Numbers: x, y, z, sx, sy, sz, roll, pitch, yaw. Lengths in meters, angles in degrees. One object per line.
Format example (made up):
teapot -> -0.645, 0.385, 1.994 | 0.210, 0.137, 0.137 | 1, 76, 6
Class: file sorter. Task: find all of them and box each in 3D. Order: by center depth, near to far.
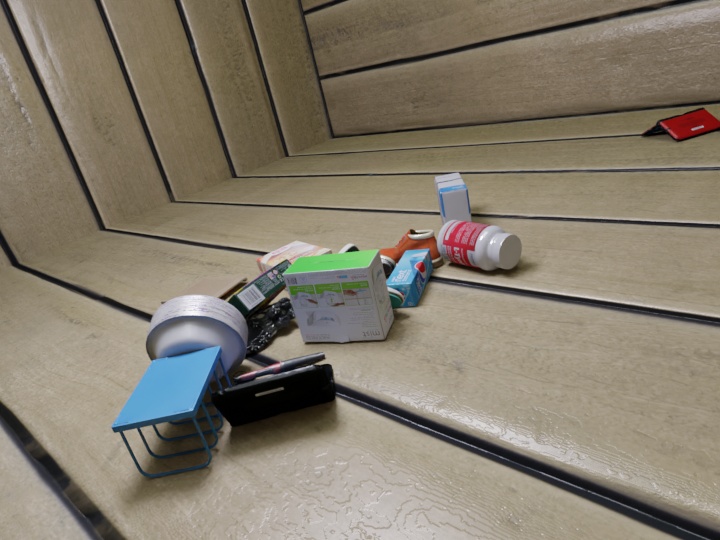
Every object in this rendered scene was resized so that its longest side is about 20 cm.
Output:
file sorter -> -0.320, 0.250, 0.964 | 0.138, 0.123, 0.200 | -13, 22, 4

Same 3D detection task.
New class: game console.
game console -> -0.157, 0.203, 0.996 | 0.199, 0.176, 0.117 | -15, 50, -1
game console -> 1.210, -0.528, 2.029 | 0.199, 0.119, 0.173 | -17, 53, -7

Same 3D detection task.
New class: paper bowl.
paper bowl -> -0.335, 0.155, 1.100 | 0.200, 0.201, 0.105 | -12, 40, 5

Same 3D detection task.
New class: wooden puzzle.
wooden puzzle -> -0.466, 0.067, 1.614 | 0.185, 0.037, 0.200 | -1, 21, 31

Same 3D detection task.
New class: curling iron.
curling iron -> -0.171, 0.199, 1.115 | 0.199, 0.026, 0.050 | -16, 6, -9

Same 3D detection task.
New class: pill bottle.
pill bottle -> 0.297, -0.062, 1.346 | 0.112, 0.113, 0.200 | -27, 25, -29

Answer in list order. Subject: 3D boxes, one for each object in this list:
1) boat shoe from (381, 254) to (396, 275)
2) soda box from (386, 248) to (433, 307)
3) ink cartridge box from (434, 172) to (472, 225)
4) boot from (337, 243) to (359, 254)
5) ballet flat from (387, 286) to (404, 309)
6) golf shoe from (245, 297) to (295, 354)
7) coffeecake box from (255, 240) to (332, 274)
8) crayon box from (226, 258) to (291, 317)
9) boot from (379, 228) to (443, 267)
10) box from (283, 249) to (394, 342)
boat shoe -> 0.000, 0.000, 1.450 | 0.199, 0.073, 0.065 | -2, 40, 29
soda box -> 0.124, 0.016, 1.331 | 0.068, 0.064, 0.200 | -5, 25, 23
ink cartridge box -> 0.285, -0.203, 1.647 | 0.084, 0.145, 0.200 | -10, 23, 7
boot -> -0.097, 0.007, 1.413 | 0.144, 0.072, 0.200 | 8, 56, 48
ballet flat -> 0.010, 0.063, 1.257 | 0.199, 0.070, 0.069 | -14, 20, 26
golf shoe -> -0.242, 0.139, 1.272 | 0.200, 0.078, 0.094 | -31, 5, -32
coffeecake box -> -0.191, -0.016, 1.585 | 0.153, 0.073, 0.200 | -29, 26, -29
crayon box -> -0.265, 0.073, 1.329 | 0.173, 0.058, 0.200 | -42, -1, 41
boot -> 0.124, -0.064, 1.468 | 0.199, 0.108, 0.075 | -2, 26, 31
box -> -0.045, 0.060, 1.177 | 0.199, 0.177, 0.097 | -6, 24, 21
